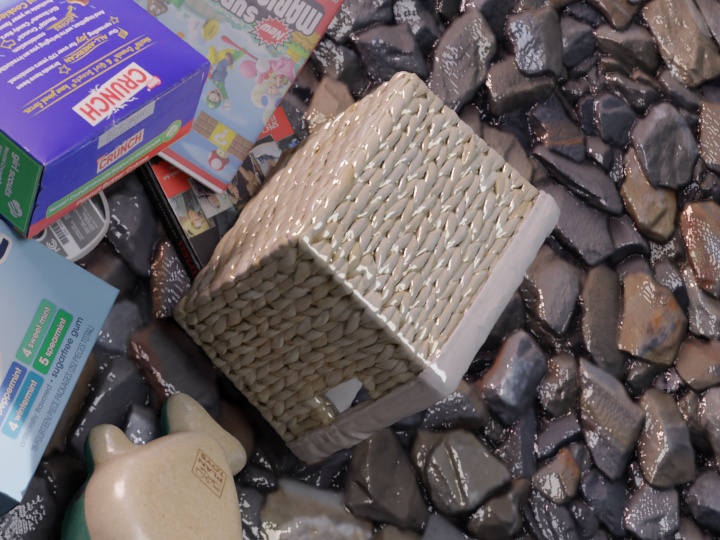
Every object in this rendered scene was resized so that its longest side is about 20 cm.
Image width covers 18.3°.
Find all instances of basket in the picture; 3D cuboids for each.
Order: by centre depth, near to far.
[{"bbox_3d":[0.000,0.000,1.609,0.161,0.198,0.201,43,53,-14],"label":"basket"}]

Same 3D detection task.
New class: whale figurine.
[{"bbox_3d":[-0.141,0.172,1.551,0.159,0.104,0.201,43,28,-16],"label":"whale figurine"}]

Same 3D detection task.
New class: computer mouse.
[{"bbox_3d":[-0.257,-0.005,1.547,0.199,0.044,0.110,-34,91,-35],"label":"computer mouse"}]

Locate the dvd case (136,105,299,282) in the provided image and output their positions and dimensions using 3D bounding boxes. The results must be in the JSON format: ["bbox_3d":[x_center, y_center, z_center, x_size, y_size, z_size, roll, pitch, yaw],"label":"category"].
[{"bbox_3d":[-0.087,-0.045,1.706,0.146,0.022,0.201,-29,91,-40],"label":"dvd case"}]

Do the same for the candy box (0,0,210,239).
[{"bbox_3d":[-0.233,-0.140,1.539,0.200,0.077,0.169,38,48,18],"label":"candy box"}]

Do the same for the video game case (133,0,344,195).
[{"bbox_3d":[-0.108,-0.177,1.638,0.142,0.017,0.201,32,94,-15],"label":"video game case"}]

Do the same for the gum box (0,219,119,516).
[{"bbox_3d":[-0.280,0.037,1.465,0.199,0.044,0.171,32,60,-16],"label":"gum box"}]
